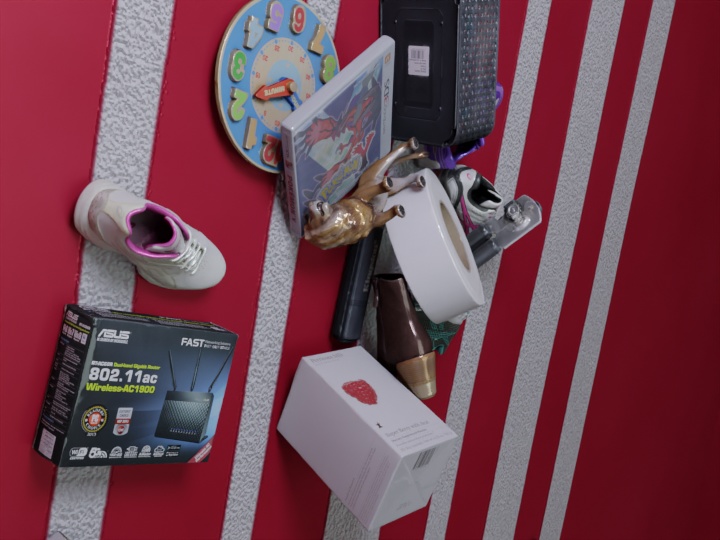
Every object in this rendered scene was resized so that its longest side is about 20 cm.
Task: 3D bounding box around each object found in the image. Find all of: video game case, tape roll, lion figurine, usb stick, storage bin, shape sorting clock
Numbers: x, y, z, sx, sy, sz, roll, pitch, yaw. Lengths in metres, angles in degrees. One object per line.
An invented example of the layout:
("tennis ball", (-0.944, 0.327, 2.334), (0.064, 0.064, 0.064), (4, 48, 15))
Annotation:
("video game case", (-0.023, -0.163, 1.017), (0.200, 0.023, 0.184), (-46, 154, -30))
("tape roll", (0.101, -0.033, 1.129), (0.205, 0.069, 0.204), (59, 17, -29))
("lion figurine", (0.012, -0.095, 1.046), (0.074, 0.121, 0.200), (60, 36, -12))
("usb stick", (0.000, 0.000, 1.139), (0.055, 0.032, 0.205), (8, 95, -54))
("storage bin", (0.103, -0.276, 1.087), (0.093, 0.133, 0.205), (-20, 117, -43))
("shape sorting clock", (-0.090, -0.216, 0.959), (0.198, 0.039, 0.205), (-20, 117, -45))

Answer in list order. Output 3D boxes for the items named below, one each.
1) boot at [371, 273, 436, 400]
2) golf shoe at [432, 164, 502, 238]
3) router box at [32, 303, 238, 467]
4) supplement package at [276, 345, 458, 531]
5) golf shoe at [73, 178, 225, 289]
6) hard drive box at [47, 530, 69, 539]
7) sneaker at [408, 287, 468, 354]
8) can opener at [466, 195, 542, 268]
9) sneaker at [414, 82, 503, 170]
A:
("boot", (0.049, 0.086, 1.150), (0.071, 0.199, 0.171), (-16, 94, -17))
("golf shoe", (0.184, -0.094, 1.278), (0.199, 0.091, 0.074), (39, 69, -50))
("router box", (-0.235, 0.126, 0.883), (0.198, 0.061, 0.154), (12, 92, -50))
("supplement package", (0.005, 0.210, 1.066), (0.120, 0.199, 0.122), (-6, 125, -47))
("golf shoe", (-0.202, -0.023, 0.853), (0.199, 0.090, 0.077), (32, 77, -51))
("hard drive box", (-0.292, 0.371, 0.791), (0.155, 0.197, 0.078), (-41, 131, -31))
("sneaker", (0.097, 0.084, 1.249), (0.198, 0.077, 0.093), (20, 95, -53))
("can opener", (0.197, -0.039, 1.267), (0.199, 0.054, 0.067), (-38, 154, 17))
("sneaker", (0.164, -0.211, 1.223), (0.201, 0.082, 0.082), (-51, 135, -27))
